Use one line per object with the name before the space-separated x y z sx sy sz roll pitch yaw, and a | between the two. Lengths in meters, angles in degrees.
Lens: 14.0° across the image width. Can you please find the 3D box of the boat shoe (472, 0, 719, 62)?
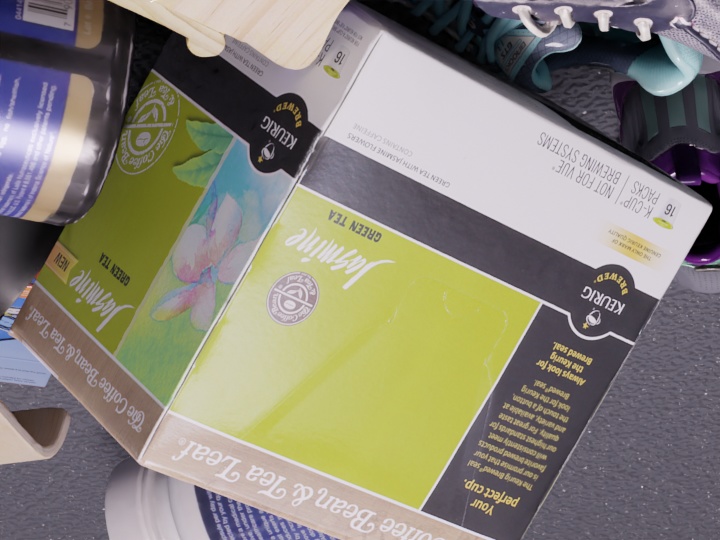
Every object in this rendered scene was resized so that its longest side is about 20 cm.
boat shoe | 0.095 -0.117 1.146 0.093 0.075 0.200 -40 111 8

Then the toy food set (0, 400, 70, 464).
toy food set | -0.221 0.024 1.203 0.143 0.060 0.200 -7 147 18

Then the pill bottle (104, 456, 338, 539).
pill bottle | -0.031 0.113 1.558 0.200 0.111 0.111 -18 146 25

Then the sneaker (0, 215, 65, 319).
sneaker | -0.219 0.009 1.270 0.200 0.075 0.106 -42 100 19

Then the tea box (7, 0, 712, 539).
tea box | 0.000 0.000 1.214 0.200 0.134 0.197 26 97 -38

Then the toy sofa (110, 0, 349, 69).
toy sofa | -0.013 -0.171 1.072 0.098 0.083 0.200 22 130 -31

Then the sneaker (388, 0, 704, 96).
sneaker | 0.057 -0.122 1.189 0.200 0.086 0.078 9 148 -17

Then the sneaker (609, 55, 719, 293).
sneaker | 0.150 -0.023 1.360 0.074 0.088 0.200 -9 149 11

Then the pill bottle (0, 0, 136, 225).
pill bottle | -0.197 -0.088 1.157 0.200 0.112 0.112 11 147 -18

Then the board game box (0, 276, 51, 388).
board game box | -0.245 0.017 1.473 0.200 0.019 0.103 8 150 -16
